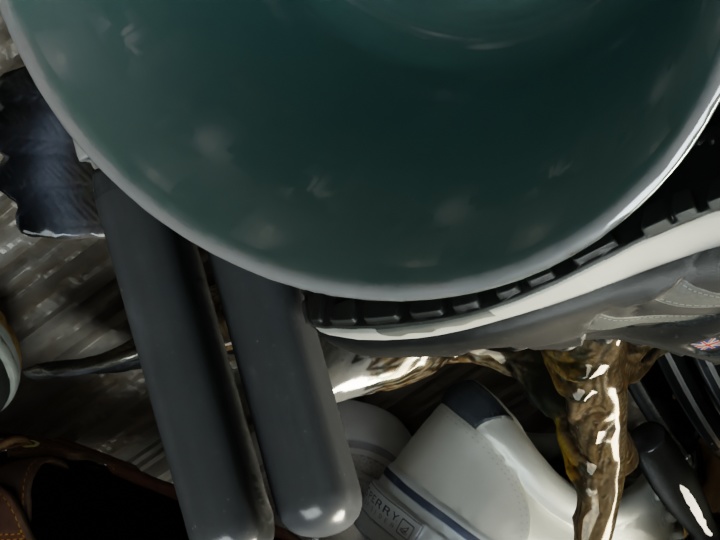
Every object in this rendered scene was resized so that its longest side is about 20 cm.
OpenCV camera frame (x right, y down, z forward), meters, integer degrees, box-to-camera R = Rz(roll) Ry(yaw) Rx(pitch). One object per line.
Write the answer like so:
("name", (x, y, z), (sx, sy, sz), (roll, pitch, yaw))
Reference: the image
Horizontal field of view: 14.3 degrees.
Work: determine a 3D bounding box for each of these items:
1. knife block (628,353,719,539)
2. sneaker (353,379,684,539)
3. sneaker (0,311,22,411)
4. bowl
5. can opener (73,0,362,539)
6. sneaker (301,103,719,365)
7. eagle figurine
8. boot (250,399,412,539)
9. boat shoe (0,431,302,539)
("knife block", (0.140, 0.092, 0.985), (0.175, 0.064, 0.200), (14, 135, -13))
("sneaker", (0.086, 0.098, 0.989), (0.200, 0.073, 0.071), (30, 98, -44))
("sneaker", (-0.204, 0.026, 0.903), (0.199, 0.088, 0.076), (19, 132, -20))
("bowl", (0.013, -0.103, 0.718), (0.200, 0.105, 0.201), (7, 110, 18))
("can opener", (-0.052, -0.020, 0.785), (0.053, 0.201, 0.067), (-18, 170, 11))
("sneaker", (0.081, 0.003, 0.753), (0.200, 0.076, 0.088), (-15, 130, 29))
("eagle figurine", (-0.004, 0.001, 0.867), (0.200, 0.151, 0.152), (25, 99, 24))
("boot", (-0.032, 0.139, 1.013), (0.073, 0.096, 0.200), (13, 135, -13))
("boat shoe", (-0.102, 0.085, 0.950), (0.199, 0.071, 0.070), (14, 142, 13))
